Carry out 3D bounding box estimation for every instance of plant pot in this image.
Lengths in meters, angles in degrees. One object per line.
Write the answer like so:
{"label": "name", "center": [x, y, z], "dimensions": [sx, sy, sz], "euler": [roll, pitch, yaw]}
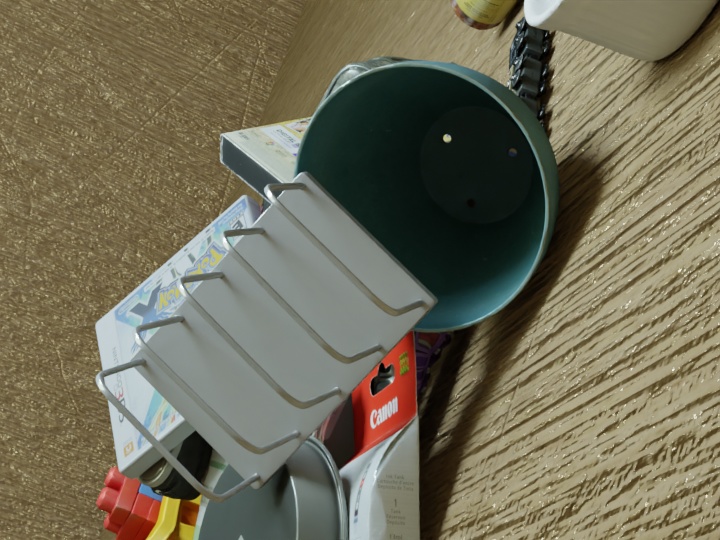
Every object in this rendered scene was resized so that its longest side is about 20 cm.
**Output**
{"label": "plant pot", "center": [0.068, -0.067, 1.397], "dimensions": [0.200, 0.200, 0.135], "euler": [-62, -14, 24]}

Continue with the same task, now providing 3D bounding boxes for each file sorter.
{"label": "file sorter", "center": [-0.072, 0.049, 1.321], "dimensions": [0.200, 0.139, 0.125], "euler": [-47, -7, 13]}

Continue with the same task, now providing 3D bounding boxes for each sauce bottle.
{"label": "sauce bottle", "center": [0.152, -0.312, 1.783], "dimensions": [0.200, 0.066, 0.066], "euler": [-51, 18, 53]}

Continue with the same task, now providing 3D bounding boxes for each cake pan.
{"label": "cake pan", "center": [-0.075, 0.222, 1.425], "dimensions": [0.200, 0.037, 0.200], "euler": [-33, 51, 52]}

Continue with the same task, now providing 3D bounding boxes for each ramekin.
{"label": "ramekin", "center": [0.201, -0.243, 1.279], "dimensions": [0.200, 0.098, 0.201], "euler": [-156, 90, -81]}

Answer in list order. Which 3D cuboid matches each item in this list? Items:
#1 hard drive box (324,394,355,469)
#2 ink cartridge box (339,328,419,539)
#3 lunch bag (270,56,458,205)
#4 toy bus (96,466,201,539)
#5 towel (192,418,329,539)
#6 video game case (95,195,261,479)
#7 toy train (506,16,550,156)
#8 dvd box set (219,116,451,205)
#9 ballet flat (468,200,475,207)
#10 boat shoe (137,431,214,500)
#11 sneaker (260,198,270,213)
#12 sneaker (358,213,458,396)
{"label": "hard drive box", "center": [-0.065, 0.120, 1.622], "dimensions": [0.200, 0.077, 0.156], "euler": [26, 92, 52]}
{"label": "ink cartridge box", "center": [-0.001, 0.157, 1.411], "dimensions": [0.162, 0.050, 0.200], "euler": [137, 133, -65]}
{"label": "lunch bag", "center": [0.026, -0.105, 1.783], "dimensions": [0.200, 0.139, 0.168], "euler": [-62, -17, 23]}
{"label": "toy bus", "center": [-0.175, 0.276, 1.808], "dimensions": [0.136, 0.192, 0.200], "euler": [-55, 17, 42]}
{"label": "towel", "center": [-0.080, 0.168, 1.528], "dimensions": [0.149, 0.031, 0.200], "euler": [10, 87, 57]}
{"label": "video game case", "center": [-0.148, 0.056, 1.598], "dimensions": [0.200, 0.022, 0.182], "euler": [-39, 42, 21]}
{"label": "toy train", "center": [0.139, -0.153, 1.578], "dimensions": [0.200, 0.034, 0.046], "euler": [-80, 13, -53]}
{"label": "dvd box set", "center": [0.003, -0.093, 1.539], "dimensions": [0.146, 0.200, 0.029], "euler": [39, 134, 46]}
{"label": "ballet flat", "center": [0.080, -0.058, 1.624], "dimensions": [0.072, 0.068, 0.200], "euler": [103, 178, -53]}
{"label": "boat shoe", "center": [-0.134, 0.105, 1.615], "dimensions": [0.067, 0.057, 0.200], "euler": [10, 73, 49]}
{"label": "sneaker", "center": [-0.092, -0.017, 1.823], "dimensions": [0.095, 0.079, 0.200], "euler": [-26, 35, 25]}
{"label": "sneaker", "center": [0.050, 0.053, 1.493], "dimensions": [0.081, 0.083, 0.200], "euler": [-161, 78, -69]}
